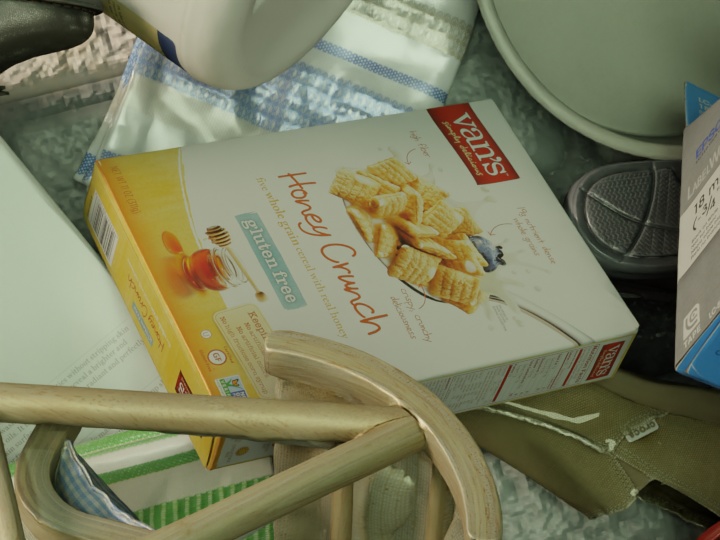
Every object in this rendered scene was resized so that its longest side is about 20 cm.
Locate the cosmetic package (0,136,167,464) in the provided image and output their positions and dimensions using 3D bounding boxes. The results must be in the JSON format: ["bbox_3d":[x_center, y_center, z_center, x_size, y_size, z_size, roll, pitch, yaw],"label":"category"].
[{"bbox_3d":[-0.173,0.010,1.033,0.113,0.081,0.200,-38,90,-10],"label":"cosmetic package"}]

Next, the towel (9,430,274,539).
[{"bbox_3d":[-0.094,0.158,1.015,0.152,0.023,0.200,-15,119,-9],"label":"towel"}]

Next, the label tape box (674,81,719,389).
[{"bbox_3d":[0.210,-0.017,1.002,0.144,0.063,0.200,22,40,-10],"label":"label tape box"}]

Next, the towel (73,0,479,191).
[{"bbox_3d":[-0.028,-0.101,1.092,0.147,0.024,0.200,23,82,-7],"label":"towel"}]

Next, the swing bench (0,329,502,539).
[{"bbox_3d":[-0.057,0.137,0.905,0.200,0.199,0.130,-9,44,-13],"label":"swing bench"}]

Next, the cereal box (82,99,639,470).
[{"bbox_3d":[0.000,0.000,1.011,0.200,0.040,0.144,-12,54,-27],"label":"cereal box"}]

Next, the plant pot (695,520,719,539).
[{"bbox_3d":[0.207,0.179,0.957,0.200,0.182,0.201,0,90,-12],"label":"plant pot"}]

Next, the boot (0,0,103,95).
[{"bbox_3d":[-0.183,-0.019,0.966,0.200,0.069,0.174,-16,89,-2],"label":"boot"}]

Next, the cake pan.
[{"bbox_3d":[0.141,-0.149,1.105,0.200,0.037,0.201,0,88,-13],"label":"cake pan"}]

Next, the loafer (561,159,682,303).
[{"bbox_3d":[0.179,-0.014,1.102,0.200,0.063,0.072,3,67,-18],"label":"loafer"}]

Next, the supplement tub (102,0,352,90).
[{"bbox_3d":[-0.092,-0.185,1.011,0.200,0.144,0.144,36,81,14],"label":"supplement tub"}]

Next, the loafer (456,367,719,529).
[{"bbox_3d":[0.102,0.076,1.069,0.200,0.076,0.068,11,78,-7],"label":"loafer"}]
